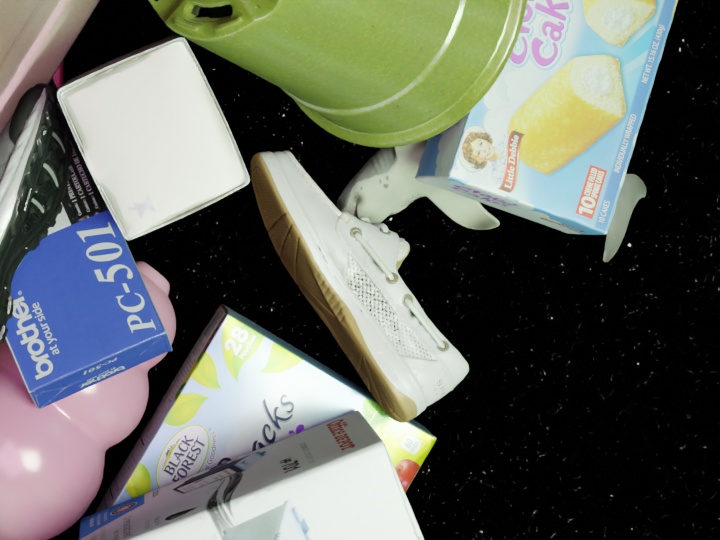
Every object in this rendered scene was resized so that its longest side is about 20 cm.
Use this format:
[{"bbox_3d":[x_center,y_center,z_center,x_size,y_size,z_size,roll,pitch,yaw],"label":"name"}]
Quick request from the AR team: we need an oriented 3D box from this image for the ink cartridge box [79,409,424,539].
[{"bbox_3d":[-0.070,0.169,1.485,0.199,0.146,0.086,-22,96,-5],"label":"ink cartridge box"}]

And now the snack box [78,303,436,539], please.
[{"bbox_3d":[-0.073,0.151,1.591,0.168,0.068,0.201,32,90,-9],"label":"snack box"}]

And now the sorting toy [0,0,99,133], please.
[{"bbox_3d":[-0.268,-0.192,1.502,0.199,0.036,0.186,29,83,13],"label":"sorting toy"}]

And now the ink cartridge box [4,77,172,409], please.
[{"bbox_3d":[-0.201,-0.023,1.498,0.094,0.044,0.201,-23,73,-7],"label":"ink cartridge box"}]

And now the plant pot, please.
[{"bbox_3d":[-0.032,-0.184,1.423,0.199,0.190,0.201,-3,84,35],"label":"plant pot"}]

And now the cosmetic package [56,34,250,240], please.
[{"bbox_3d":[-0.130,-0.088,1.492,0.087,0.200,0.104,-24,99,-2],"label":"cosmetic package"}]

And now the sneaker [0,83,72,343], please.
[{"bbox_3d":[-0.235,-0.028,1.441,0.079,0.074,0.201,19,73,16],"label":"sneaker"}]

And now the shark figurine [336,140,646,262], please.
[{"bbox_3d":[0.091,-0.084,1.589,0.213,0.090,0.129,1,129,0],"label":"shark figurine"}]

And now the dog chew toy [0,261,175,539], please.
[{"bbox_3d":[-0.195,0.079,1.546,0.124,0.125,0.200,40,81,-9],"label":"dog chew toy"}]

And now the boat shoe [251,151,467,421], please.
[{"bbox_3d":[0.000,0.000,1.558,0.069,0.071,0.201,-31,83,-14],"label":"boat shoe"}]

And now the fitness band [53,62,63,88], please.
[{"bbox_3d":[-0.267,-0.111,1.556,0.143,0.037,0.201,3,96,-8],"label":"fitness band"}]

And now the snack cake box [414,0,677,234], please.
[{"bbox_3d":[0.124,-0.135,1.512,0.114,0.067,0.201,18,86,-18],"label":"snack cake box"}]
